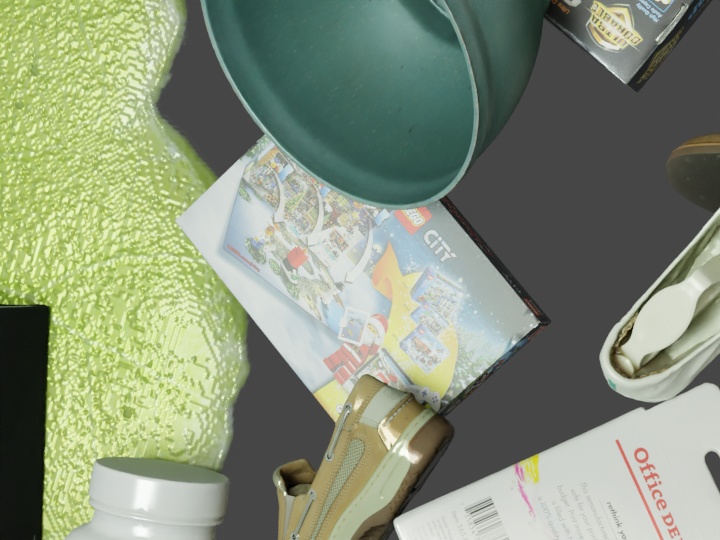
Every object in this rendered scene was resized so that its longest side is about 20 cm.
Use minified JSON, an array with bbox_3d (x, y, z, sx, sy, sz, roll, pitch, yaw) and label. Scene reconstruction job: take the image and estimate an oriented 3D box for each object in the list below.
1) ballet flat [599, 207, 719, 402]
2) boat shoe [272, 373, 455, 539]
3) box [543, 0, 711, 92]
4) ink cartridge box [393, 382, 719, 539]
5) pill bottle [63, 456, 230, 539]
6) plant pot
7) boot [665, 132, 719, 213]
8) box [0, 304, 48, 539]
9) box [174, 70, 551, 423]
[{"bbox_3d":[0.202,-0.004,0.994,0.069,0.069,0.200,45,106,12],"label":"ballet flat"},{"bbox_3d":[-0.020,0.142,1.094,0.076,0.072,0.201,37,117,10],"label":"boat shoe"},{"bbox_3d":[0.135,-0.229,1.089,0.200,0.046,0.159,41,100,13],"label":"box"},{"bbox_3d":[0.132,0.156,1.055,0.199,0.068,0.116,-24,77,2],"label":"ink cartridge box"},{"bbox_3d":[-0.135,0.220,1.121,0.111,0.112,0.202,9,90,16],"label":"pill bottle"},{"bbox_3d":[0.025,-0.154,1.040,0.199,0.134,0.201,29,140,28],"label":"plant pot"},{"bbox_3d":[0.274,-0.067,1.048,0.198,0.074,0.076,3,60,20],"label":"boot"},{"bbox_3d":[-0.280,0.120,1.184,0.140,0.079,0.202,1,89,18],"label":"box"},{"bbox_3d":[0.000,0.000,1.126,0.136,0.038,0.200,-41,79,11],"label":"box"}]
